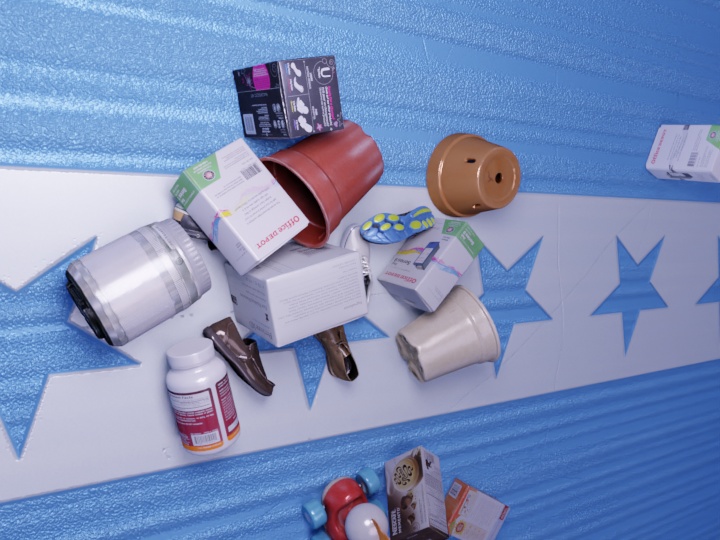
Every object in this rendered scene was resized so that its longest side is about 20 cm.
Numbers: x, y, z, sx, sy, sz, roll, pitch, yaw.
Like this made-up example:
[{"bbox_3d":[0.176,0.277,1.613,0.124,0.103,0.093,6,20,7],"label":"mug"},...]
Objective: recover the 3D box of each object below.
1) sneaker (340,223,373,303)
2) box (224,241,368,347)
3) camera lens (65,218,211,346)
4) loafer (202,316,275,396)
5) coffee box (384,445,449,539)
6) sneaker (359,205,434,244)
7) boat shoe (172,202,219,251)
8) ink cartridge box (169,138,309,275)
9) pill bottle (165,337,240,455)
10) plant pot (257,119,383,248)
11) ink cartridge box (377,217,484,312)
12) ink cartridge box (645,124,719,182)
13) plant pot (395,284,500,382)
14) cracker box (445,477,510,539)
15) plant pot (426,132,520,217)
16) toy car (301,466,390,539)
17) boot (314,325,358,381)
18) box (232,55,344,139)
[{"bbox_3d":[0.000,0.000,1.387,0.073,0.071,0.200,-7,103,-33],"label":"sneaker"},{"bbox_3d":[-0.125,0.034,1.233,0.200,0.199,0.131,-18,109,-29],"label":"box"},{"bbox_3d":[-0.376,0.020,1.087,0.200,0.160,0.160,-32,116,-24],"label":"camera lens"},{"bbox_3d":[-0.224,0.170,1.271,0.071,0.073,0.200,-44,120,-18],"label":"loafer"},{"bbox_3d":[0.127,0.528,1.488,0.113,0.200,0.080,-33,127,26],"label":"coffee box"},{"bbox_3d":[0.078,-0.090,1.409,0.199,0.083,0.071,-17,78,-40],"label":"sneaker"},{"bbox_3d":[-0.260,-0.064,1.204,0.200,0.075,0.062,21,93,-30],"label":"boat shoe"},{"bbox_3d":[-0.213,-0.113,1.151,0.200,0.084,0.145,51,50,-4],"label":"ink cartridge box"},{"bbox_3d":[-0.299,0.234,1.211,0.113,0.113,0.200,-18,109,-30],"label":"pill bottle"},{"bbox_3d":[-0.070,-0.180,1.242,0.195,0.201,0.201,-42,120,-28],"label":"plant pot"},{"bbox_3d":[0.156,-0.018,1.442,0.200,0.145,0.088,-52,122,-14],"label":"ink cartridge box"},{"bbox_3d":[0.966,-0.344,1.883,0.084,0.200,0.146,24,86,-37],"label":"ink cartridge box"},{"bbox_3d":[0.190,0.160,1.491,0.183,0.200,0.201,-25,113,-15],"label":"plant pot"},{"bbox_3d":[0.300,0.657,1.729,0.200,0.058,0.134,36,80,-32],"label":"cracker box"},{"bbox_3d":[0.272,-0.215,1.484,0.200,0.140,0.200,-8,104,-33],"label":"plant pot"},{"bbox_3d":[0.003,0.571,1.427,0.184,0.200,0.177,-21,111,-28],"label":"toy car"},{"bbox_3d":[-0.050,0.150,1.383,0.074,0.075,0.200,-28,113,-24],"label":"boot"},{"bbox_3d":[-0.131,-0.308,1.159,0.115,0.200,0.132,-17,109,-29],"label":"box"}]
